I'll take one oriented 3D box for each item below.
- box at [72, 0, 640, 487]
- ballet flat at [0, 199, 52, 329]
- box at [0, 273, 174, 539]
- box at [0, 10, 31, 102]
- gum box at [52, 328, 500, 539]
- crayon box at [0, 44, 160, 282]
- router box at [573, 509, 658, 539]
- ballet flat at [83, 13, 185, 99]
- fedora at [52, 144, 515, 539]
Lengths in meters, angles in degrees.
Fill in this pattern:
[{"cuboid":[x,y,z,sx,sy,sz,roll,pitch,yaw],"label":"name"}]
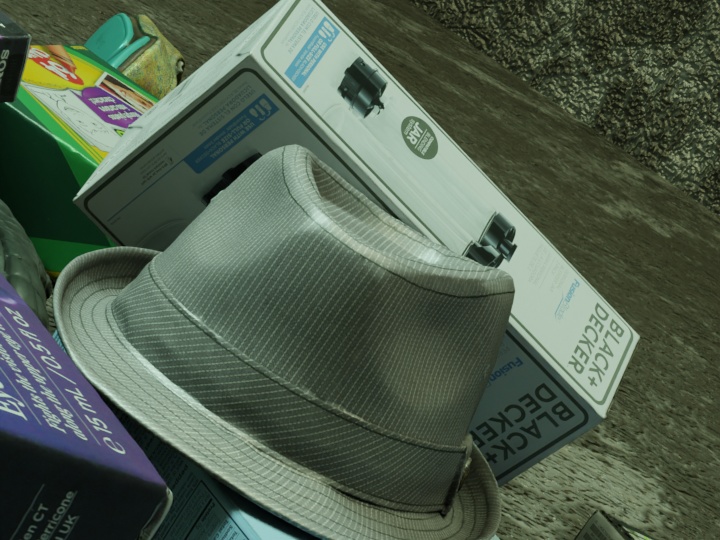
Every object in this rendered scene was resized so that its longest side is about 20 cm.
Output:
[{"cuboid":[0.000,0.000,1.089,0.200,0.117,0.060,46,36,-12],"label":"box"},{"cuboid":[-0.122,0.018,0.943,0.057,0.066,0.200,33,10,-18],"label":"ballet flat"},{"cuboid":[-0.171,0.030,0.642,0.200,0.104,0.148,24,14,-42],"label":"box"},{"cuboid":[-0.251,-0.114,1.106,0.200,0.036,0.143,-3,33,-44],"label":"box"},{"cuboid":[-0.008,0.100,0.961,0.170,0.045,0.200,24,14,-38],"label":"gum box"},{"cuboid":[-0.103,-0.034,1.250,0.173,0.058,0.200,34,12,8],"label":"crayon box"},{"cuboid":[0.174,0.185,1.079,0.149,0.051,0.200,28,11,-32],"label":"router box"},{"cuboid":[-0.120,-0.093,1.481,0.071,0.071,0.200,31,11,-10],"label":"ballet flat"},{"cuboid":[-0.009,0.016,0.964,0.177,0.090,0.200,34,10,13],"label":"fedora"}]
